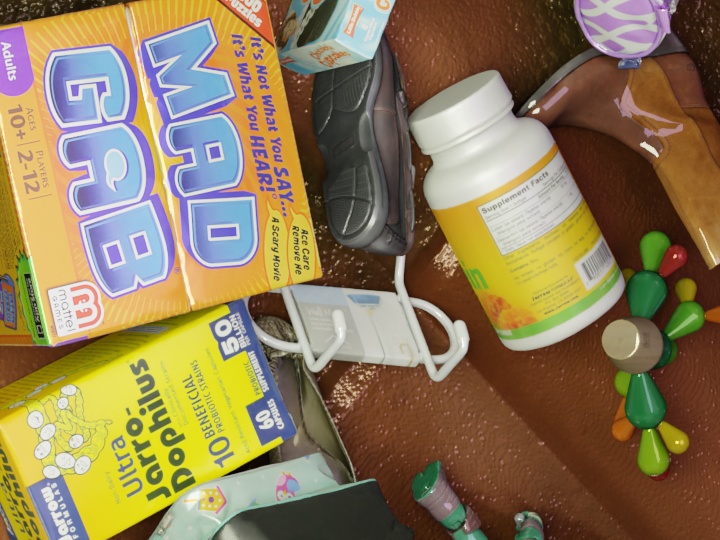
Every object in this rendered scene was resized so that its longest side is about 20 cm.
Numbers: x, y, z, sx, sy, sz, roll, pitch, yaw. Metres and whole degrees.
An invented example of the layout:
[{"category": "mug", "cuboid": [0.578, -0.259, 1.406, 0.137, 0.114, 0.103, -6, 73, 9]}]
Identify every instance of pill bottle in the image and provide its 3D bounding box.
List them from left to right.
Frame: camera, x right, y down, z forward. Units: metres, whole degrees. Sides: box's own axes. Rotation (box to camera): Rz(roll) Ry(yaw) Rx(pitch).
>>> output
[{"category": "pill bottle", "cuboid": [0.117, -0.049, 1.516, 0.111, 0.111, 0.201, -35, 104, -23]}]

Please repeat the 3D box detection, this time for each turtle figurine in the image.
[{"category": "turtle figurine", "cuboid": [0.103, 0.249, 1.516, 0.200, 0.101, 0.150, 40, 72, -15]}]

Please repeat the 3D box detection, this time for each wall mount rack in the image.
[{"category": "wall mount rack", "cuboid": [0.000, 0.000, 1.475, 0.198, 0.075, 0.175, 6, 48, -34]}]

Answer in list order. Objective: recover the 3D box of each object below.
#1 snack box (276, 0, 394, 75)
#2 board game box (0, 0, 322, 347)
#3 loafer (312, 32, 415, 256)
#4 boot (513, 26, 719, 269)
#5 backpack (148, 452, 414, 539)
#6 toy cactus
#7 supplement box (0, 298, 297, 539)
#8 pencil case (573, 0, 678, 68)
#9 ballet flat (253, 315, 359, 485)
[{"category": "snack box", "cuboid": [0.003, -0.249, 1.457, 0.037, 0.116, 0.202, 25, 77, -24]}, {"category": "board game box", "cuboid": [-0.173, -0.069, 1.315, 0.198, 0.199, 0.202, -15, 95, -27]}, {"category": "loafer", "cuboid": [0.007, -0.101, 1.470, 0.063, 0.072, 0.202, 24, 53, -41]}, {"category": "boot", "cuboid": [0.234, -0.087, 1.577, 0.187, 0.068, 0.201, -23, 80, -38]}, {"category": "backpack", "cuboid": [-0.075, 0.234, 1.365, 0.175, 0.201, 0.153, -12, 52, -47]}, {"category": "toy cactus", "cuboid": [0.237, 0.067, 1.555, 0.165, 0.101, 0.202, 16, 84, -67]}, {"category": "supplement box", "cuboid": [-0.165, 0.108, 1.367, 0.199, 0.109, 0.110, -27, 101, -25]}, {"category": "pencil case", "cuboid": [0.242, -0.257, 1.570, 0.084, 0.085, 0.201, 60, 44, -32]}, {"category": "ballet flat", "cuboid": [-0.040, 0.129, 1.467, 0.067, 0.046, 0.202, -22, 99, -26]}]
